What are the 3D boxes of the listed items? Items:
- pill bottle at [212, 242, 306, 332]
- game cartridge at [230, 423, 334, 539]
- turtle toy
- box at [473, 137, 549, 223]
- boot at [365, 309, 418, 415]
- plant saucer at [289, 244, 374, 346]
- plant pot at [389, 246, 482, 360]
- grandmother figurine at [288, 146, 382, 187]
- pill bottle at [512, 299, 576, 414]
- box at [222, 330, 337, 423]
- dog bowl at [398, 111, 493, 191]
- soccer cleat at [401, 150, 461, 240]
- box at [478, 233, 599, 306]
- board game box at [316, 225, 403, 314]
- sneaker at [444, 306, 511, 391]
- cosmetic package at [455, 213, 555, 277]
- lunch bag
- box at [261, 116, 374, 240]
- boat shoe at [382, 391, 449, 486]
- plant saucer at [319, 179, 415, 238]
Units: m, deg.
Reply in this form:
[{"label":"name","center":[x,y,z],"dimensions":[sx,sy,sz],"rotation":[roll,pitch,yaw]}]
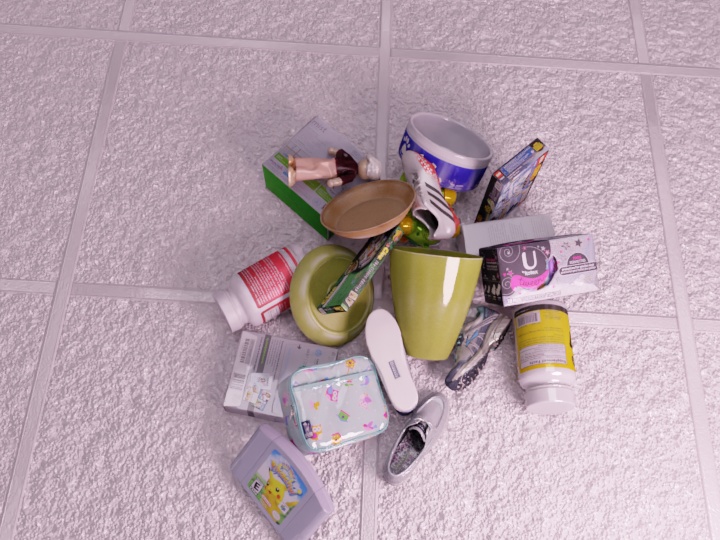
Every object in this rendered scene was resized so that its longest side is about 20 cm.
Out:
[{"label":"pill bottle","center":[-0.190,0.038,1.458],"dimensions":[0.197,0.113,0.113],"rotation":[-29,69,-15]},{"label":"game cartridge","center":[-0.140,0.382,1.301],"dimensions":[0.200,0.040,0.134],"rotation":[46,112,18]},{"label":"turtle toy","center":[0.127,-0.134,1.554],"dimensions":[0.142,0.101,0.204],"rotation":[4,66,-16]},{"label":"box","center":[0.314,-0.174,1.529],"dimensions":[0.136,0.201,0.040],"rotation":[-38,72,-19]},{"label":"boot","center":[0.057,0.182,1.408],"dimensions":[0.071,0.091,0.204],"rotation":[-14,71,-4]},{"label":"plant saucer","center":[-0.048,0.049,1.442],"dimensions":[0.196,0.031,0.205],"rotation":[2,86,-32]},{"label":"plant pot","center":[0.137,0.065,1.423],"dimensions":[0.182,0.187,0.205],"rotation":[6,96,0]},{"label":"grandmother figurine","center":[-0.052,-0.212,1.508],"dimensions":[0.195,0.061,0.123],"rotation":[0,57,-4]},{"label":"pill bottle","center":[0.360,0.169,1.419],"dimensions":[0.111,0.115,0.204],"rotation":[1,65,-2]},{"label":"box","center":[-0.153,0.213,1.418],"dimensions":[0.195,0.041,0.159],"rotation":[10,65,3]},{"label":"dog bowl","center":[0.184,-0.260,1.578],"dimensions":[0.196,0.080,0.202],"rotation":[17,32,-11]},{"label":"soccer cleat","center":[0.127,-0.151,1.465],"dimensions":[0.084,0.069,0.203],"rotation":[-20,79,-36]},{"label":"box","center":[0.347,-0.005,1.426],"dimensions":[0.195,0.132,0.118],"rotation":[-10,92,-7]},{"label":"board game box","center":[0.000,0.000,1.396],"dimensions":[0.023,0.104,0.201],"rotation":[45,66,-19]},{"label":"sneaker","center":[0.218,0.153,1.452],"dimensions":[0.086,0.078,0.200],"rotation":[32,59,22]},{"label":"cosmetic package","center":[0.309,-0.050,1.536],"dimensions":[0.195,0.071,0.104],"rotation":[-7,74,-6]},{"label":"lunch bag","center":[-0.052,0.246,1.347],"dimensions":[0.196,0.077,0.164],"rotation":[-8,77,-31]},{"label":"box","center":[-0.084,-0.205,1.584],"dimensions":[0.199,0.097,0.177],"rotation":[39,69,15]},{"label":"boat shoe","center":[0.110,0.312,1.366],"dimensions":[0.069,0.072,0.202],"rotation":[32,68,12]},{"label":"plant saucer","center":[0.018,-0.116,1.440],"dimensions":[0.196,0.036,0.202],"rotation":[-14,31,8]}]
